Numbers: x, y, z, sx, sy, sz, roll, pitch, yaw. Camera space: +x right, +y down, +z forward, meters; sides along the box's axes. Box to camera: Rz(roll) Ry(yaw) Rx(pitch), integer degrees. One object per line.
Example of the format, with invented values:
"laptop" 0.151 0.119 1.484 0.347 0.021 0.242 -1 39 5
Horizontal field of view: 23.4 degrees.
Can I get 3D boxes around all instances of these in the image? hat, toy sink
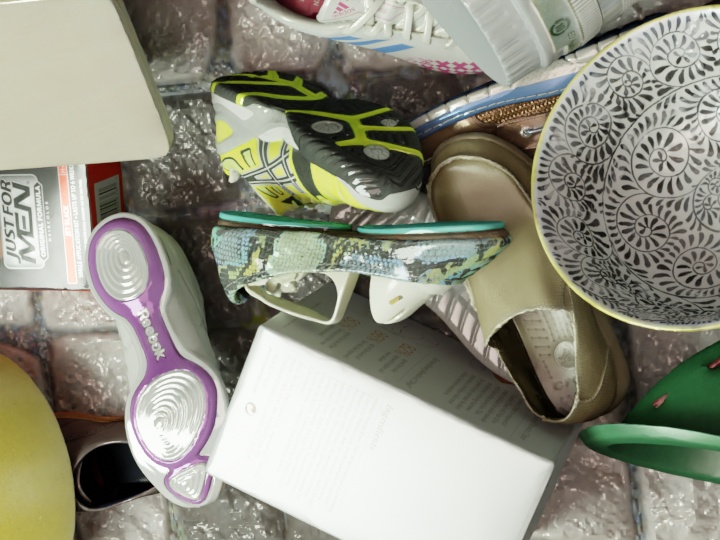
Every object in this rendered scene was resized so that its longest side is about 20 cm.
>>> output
"hat" 0.248 0.039 1.073 0.199 0.166 0.177 7 78 20
"toy sink" -0.216 -0.152 1.135 0.199 0.112 0.131 -3 132 19

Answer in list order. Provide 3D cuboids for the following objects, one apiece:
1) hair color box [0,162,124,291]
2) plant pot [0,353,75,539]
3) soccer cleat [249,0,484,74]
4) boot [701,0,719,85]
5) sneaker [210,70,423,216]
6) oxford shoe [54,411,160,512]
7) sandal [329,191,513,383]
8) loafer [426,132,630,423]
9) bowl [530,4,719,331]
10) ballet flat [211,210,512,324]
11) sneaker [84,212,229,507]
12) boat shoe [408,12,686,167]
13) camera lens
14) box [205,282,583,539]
"hair color box" -0.268 -0.039 1.219 0.199 0.061 0.102 0 101 17
"plant pot" -0.316 0.160 1.193 0.200 0.142 0.201 5 98 39
"soccer cleat" 0.021 -0.164 1.099 0.199 0.086 0.070 12 104 13
"boot" 0.294 -0.104 1.046 0.138 0.077 0.200 -29 79 23
"sneaker" -0.026 -0.070 1.110 0.200 0.075 0.077 33 128 50
"oxford shoe" -0.204 0.139 1.227 0.200 0.073 0.071 -16 97 22
"sandal" 0.073 0.003 1.138 0.202 0.050 0.083 37 92 1
"loafer" 0.102 0.008 1.066 0.076 0.067 0.200 -29 95 28
"bowl" 0.209 -0.045 1.016 0.200 0.094 0.201 -11 65 23
"ballet flat" 0.000 0.000 1.051 0.200 0.074 0.074 3 102 31
"sneaker" -0.121 0.058 1.168 0.075 0.100 0.201 -16 83 13
"boat shoe" 0.112 -0.093 1.094 0.200 0.072 0.073 -21 96 19
"camera lens" 0.119 -0.224 0.999 0.200 0.160 0.160 -39 88 0
"box" 0.028 0.107 1.114 0.200 0.152 0.107 25 105 11
